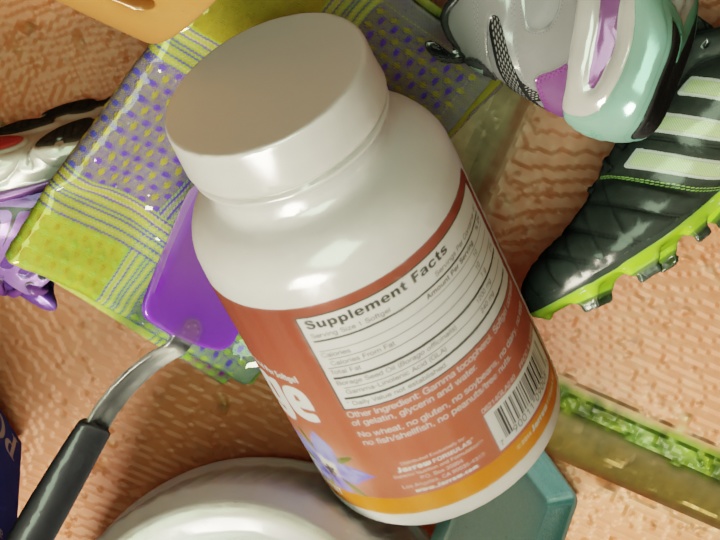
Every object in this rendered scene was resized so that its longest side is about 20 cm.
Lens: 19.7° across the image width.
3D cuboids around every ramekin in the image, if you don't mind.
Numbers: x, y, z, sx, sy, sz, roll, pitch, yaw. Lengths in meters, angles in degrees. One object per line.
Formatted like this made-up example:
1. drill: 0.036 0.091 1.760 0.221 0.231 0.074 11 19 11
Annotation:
1. ramekin: -0.049 0.180 0.903 0.201 0.094 0.204 -2 81 10

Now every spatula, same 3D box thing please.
1. spatula: -0.100 0.056 0.876 0.056 0.021 0.200 26 102 -43

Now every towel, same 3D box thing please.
1. towel: -0.041 -0.050 0.877 0.143 0.023 0.200 34 103 -34

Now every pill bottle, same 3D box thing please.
1. pill bottle: 0.000 0.000 0.841 0.112 0.112 0.200 -20 127 10

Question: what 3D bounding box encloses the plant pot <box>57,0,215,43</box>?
1. plant pot: -0.092 -0.182 0.798 0.140 0.200 0.200 39 105 -18

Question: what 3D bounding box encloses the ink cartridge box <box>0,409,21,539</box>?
1. ink cartridge box: -0.200 0.050 0.869 0.044 0.094 0.200 -13 134 8

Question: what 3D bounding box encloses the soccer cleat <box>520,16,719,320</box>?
1. soccer cleat: 0.138 -0.059 0.880 0.200 0.068 0.081 -40 82 12

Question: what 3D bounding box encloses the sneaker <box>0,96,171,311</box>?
1. sneaker: -0.169 -0.017 0.905 0.199 0.081 0.084 -9 110 6

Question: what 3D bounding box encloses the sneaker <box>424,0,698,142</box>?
1. sneaker: 0.089 -0.165 0.840 0.139 0.078 0.201 23 84 14

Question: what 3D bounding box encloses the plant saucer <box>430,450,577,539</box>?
1. plant saucer: 0.046 0.144 0.873 0.019 0.200 0.070 -20 119 33
